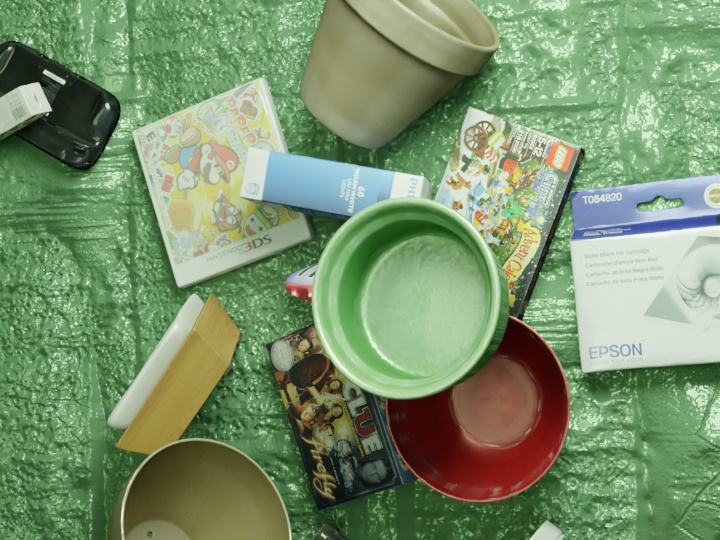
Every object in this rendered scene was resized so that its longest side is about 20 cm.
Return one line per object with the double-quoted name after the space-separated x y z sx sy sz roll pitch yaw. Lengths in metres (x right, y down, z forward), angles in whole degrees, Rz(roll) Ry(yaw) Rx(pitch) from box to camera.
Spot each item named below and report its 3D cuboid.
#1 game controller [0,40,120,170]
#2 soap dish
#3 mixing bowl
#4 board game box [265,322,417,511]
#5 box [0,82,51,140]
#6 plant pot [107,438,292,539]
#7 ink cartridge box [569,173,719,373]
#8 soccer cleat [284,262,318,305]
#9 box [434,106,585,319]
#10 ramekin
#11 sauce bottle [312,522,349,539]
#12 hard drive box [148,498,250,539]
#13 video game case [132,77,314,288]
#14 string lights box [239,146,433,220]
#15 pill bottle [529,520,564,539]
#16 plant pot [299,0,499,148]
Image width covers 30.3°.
-0.393 -0.208 1.655 0.199 0.042 0.105 29 83 15 "game controller"
-0.206 0.118 1.507 0.081 0.200 0.158 34 97 -6 "soap dish"
0.136 0.144 1.437 0.198 0.108 0.203 -1 87 18 "mixing bowl"
-0.022 0.156 1.500 0.135 0.034 0.202 -25 80 38 "board game box"
-0.466 -0.174 1.642 0.199 0.039 0.042 -23 93 31 "box"
-0.192 0.298 1.430 0.134 0.199 0.202 -36 76 47 "plant pot"
0.325 0.002 1.418 0.197 0.041 0.203 -7 86 17 "ink cartridge box"
0.000 0.000 1.495 0.198 0.066 0.077 -5 67 39 "soccer cleat"
0.150 -0.064 1.475 0.135 0.038 0.202 21 95 17 "box"
0.058 0.032 1.360 0.198 0.098 0.203 -2 83 20 "ramekin"
0.030 0.357 1.487 0.199 0.065 0.065 32 97 15 "sauce bottle"
-0.188 0.365 1.547 0.156 0.077 0.200 43 100 14 "hard drive box"
-0.165 -0.103 1.583 0.180 0.023 0.202 -20 82 16 "video game case"
-0.025 -0.088 1.485 0.198 0.103 0.060 10 90 9 "string lights box"
0.247 0.360 1.394 0.200 0.112 0.113 40 99 15 "pill bottle"
0.025 -0.237 1.458 0.200 0.200 0.174 43 118 14 "plant pot"
